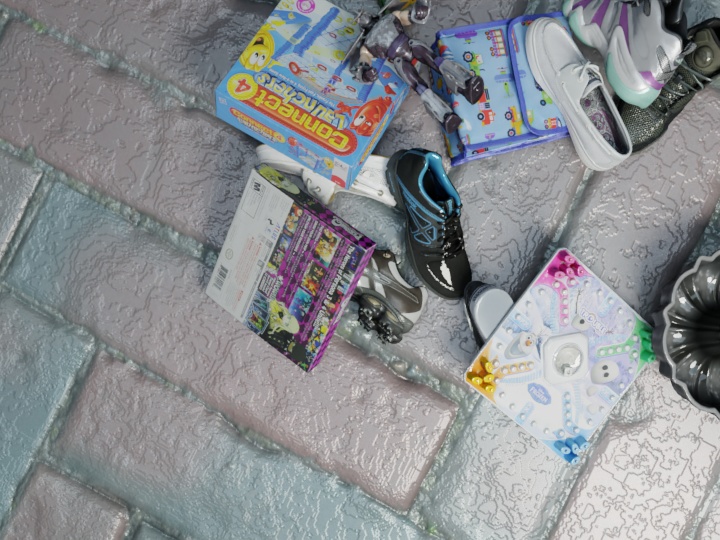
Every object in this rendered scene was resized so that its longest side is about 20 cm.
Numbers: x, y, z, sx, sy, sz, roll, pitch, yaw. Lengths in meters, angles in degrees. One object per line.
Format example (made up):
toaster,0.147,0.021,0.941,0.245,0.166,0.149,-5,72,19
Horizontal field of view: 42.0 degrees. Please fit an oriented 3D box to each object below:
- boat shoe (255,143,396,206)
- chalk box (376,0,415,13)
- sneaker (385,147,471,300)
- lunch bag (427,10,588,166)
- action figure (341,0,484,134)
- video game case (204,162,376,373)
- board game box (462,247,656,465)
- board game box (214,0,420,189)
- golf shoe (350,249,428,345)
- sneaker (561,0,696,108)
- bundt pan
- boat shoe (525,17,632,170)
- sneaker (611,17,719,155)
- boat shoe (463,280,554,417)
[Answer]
boat shoe,-0.043,-0.121,1.208,0.195,0.071,0.071,9,88,5
chalk box,0.048,-0.413,1.180,0.197,0.125,0.126,-28,85,6
sneaker,0.094,-0.055,1.166,0.072,0.081,0.203,-30,104,-26
lunch bag,0.197,-0.234,1.187,0.195,0.094,0.154,-13,86,-8
action figure,0.057,-0.257,1.119,0.200,0.069,0.131,43,102,18
video game case,-0.093,-0.001,1.175,0.180,0.036,0.202,35,122,14
board game box,0.255,0.110,1.150,0.199,0.026,0.201,38,92,-19
board game box,-0.051,-0.234,1.180,0.197,0.056,0.198,28,65,6
golf shoe,0.000,0.000,1.210,0.200,0.078,0.094,44,71,7
sneaker,0.333,-0.309,1.122,0.140,0.077,0.202,-48,55,34
bundt pan,0.437,0.076,1.126,0.197,0.076,0.207,0,87,-8
boat shoe,0.267,-0.217,1.134,0.071,0.068,0.204,-23,93,-21
sneaker,0.381,-0.230,1.143,0.199,0.114,0.076,-45,83,6
boat shoe,0.180,0.104,1.179,0.073,0.068,0.201,-34,110,-7
